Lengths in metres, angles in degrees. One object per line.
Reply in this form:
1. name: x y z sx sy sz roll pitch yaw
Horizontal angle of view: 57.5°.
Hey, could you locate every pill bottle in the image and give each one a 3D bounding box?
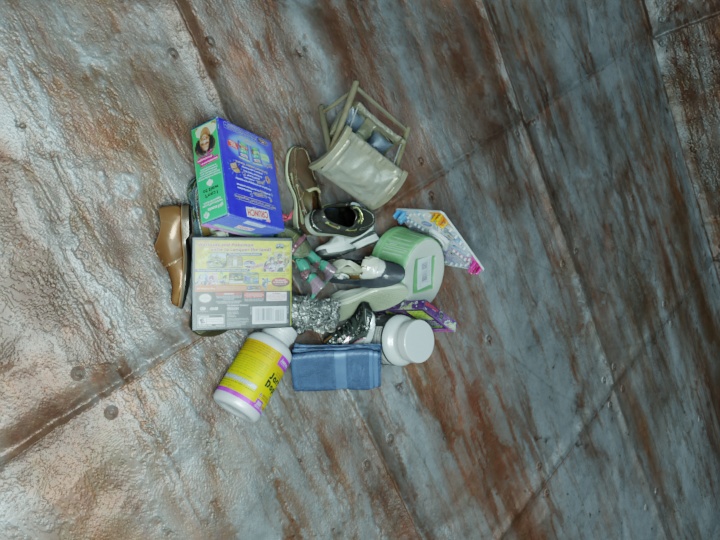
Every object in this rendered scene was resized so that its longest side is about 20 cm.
1. pill bottle: -0.208 0.198 1.340 0.104 0.104 0.201 43 62 -29
2. pill bottle: 0.067 0.159 1.511 0.116 0.199 0.118 3 85 -40

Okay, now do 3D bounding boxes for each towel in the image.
1. towel: -0.052 0.211 1.430 0.198 0.049 0.113 -2 118 -3

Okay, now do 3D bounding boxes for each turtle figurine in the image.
1. turtle figurine: -0.146 -0.038 1.384 0.200 0.101 0.150 42 56 -1

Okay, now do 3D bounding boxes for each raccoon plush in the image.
1. raccoon plush: -0.136 0.091 1.388 0.199 0.133 0.098 5 85 -40

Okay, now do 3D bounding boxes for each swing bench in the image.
1. swing bench: 0.004 -0.280 1.505 0.198 0.129 0.202 31 50 -36

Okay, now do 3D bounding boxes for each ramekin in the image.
1. ramekin: 0.118 -0.001 1.597 0.199 0.097 0.202 -18 114 -47

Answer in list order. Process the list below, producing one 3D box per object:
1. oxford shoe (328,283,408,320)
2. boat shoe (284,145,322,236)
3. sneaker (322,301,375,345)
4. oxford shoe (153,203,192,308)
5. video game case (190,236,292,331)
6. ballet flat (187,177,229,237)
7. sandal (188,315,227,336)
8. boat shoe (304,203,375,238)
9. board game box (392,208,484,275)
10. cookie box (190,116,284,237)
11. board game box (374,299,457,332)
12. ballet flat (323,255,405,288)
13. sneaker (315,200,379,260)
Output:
1. oxford shoe: 0.010 0.061 1.504 0.058 0.198 0.076 -104 177 -48
2. boat shoe: -0.115 -0.180 1.464 0.074 0.075 0.204 -12 94 -40
3. sneaker: -0.038 0.160 1.465 0.086 0.080 0.201 19 105 -27
4. oxford shoe: -0.362 -0.026 1.267 0.071 0.071 0.202 -1 90 -10
5. video game case: -0.233 0.025 1.297 0.198 0.025 0.183 0 94 -21
6. ballet flat: -0.297 -0.090 1.311 0.074 0.074 0.202 -22 101 -38
7. sandal: -0.266 0.051 1.330 0.082 0.055 0.201 40 77 -19
8. boat shoe: -0.031 -0.112 1.451 0.200 0.060 0.072 -8 79 -47
9. board game box: 0.190 -0.071 1.635 0.026 0.199 0.200 -48 117 -17
10. cookie box: -0.242 -0.176 1.300 0.171 0.075 0.202 14 62 -58
11. board game box: 0.118 0.110 1.557 0.120 0.199 0.032 40 62 -31
12. ballet flat: 0.000 0.000 1.467 0.073 0.198 0.074 -6 97 -63
13. sneaker: -0.047 -0.095 1.529 0.200 0.075 0.116 -22 92 -47
